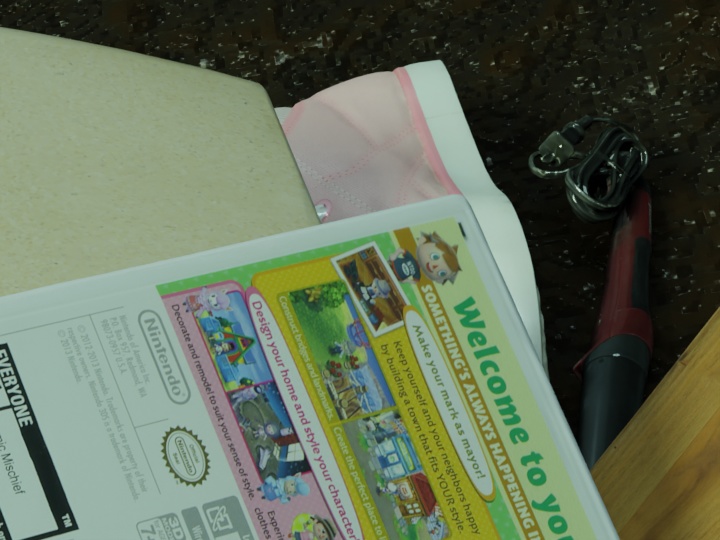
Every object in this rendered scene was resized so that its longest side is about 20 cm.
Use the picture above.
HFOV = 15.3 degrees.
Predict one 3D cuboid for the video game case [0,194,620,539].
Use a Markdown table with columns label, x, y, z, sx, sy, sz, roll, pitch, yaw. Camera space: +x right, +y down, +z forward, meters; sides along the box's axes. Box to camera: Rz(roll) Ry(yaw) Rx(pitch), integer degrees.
| label | x | y | z | sx | sy | sz | roll | pitch | yaw |
| --- | --- | --- | --- | --- | --- | --- | --- | --- | --- |
| video game case | -0.011 | 0.087 | 0.679 | 0.182 | 0.022 | 0.200 | -13 | 71 | -31 |

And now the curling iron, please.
| label | x | y | z | sx | sy | sz | roll | pitch | yaw |
| --- | --- | --- | --- | --- | --- | --- | --- | --- | --- |
| curling iron | 0.077 | 0.024 | 0.896 | 0.050 | 0.026 | 0.200 | 23 | 47 | -19 |

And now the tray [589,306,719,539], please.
| label | x | y | z | sx | sy | sz | roll | pitch | yaw |
| --- | --- | --- | --- | --- | --- | --- | --- | --- | --- |
| tray | 0.123 | 0.057 | 0.781 | 0.200 | 0.037 | 0.099 | -50 | 35 | -9 |

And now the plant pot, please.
| label | x | y | z | sx | sy | sz | roll | pitch | yaw |
| --- | --- | --- | --- | --- | --- | --- | --- | --- | --- |
| plant pot | -0.100 | 0.042 | 0.806 | 0.177 | 0.200 | 0.200 | -9 | 43 | -15 |

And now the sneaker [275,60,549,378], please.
| label | x | y | z | sx | sy | sz | roll | pitch | yaw |
| --- | --- | --- | --- | --- | --- | --- | --- | --- | --- |
| sneaker | 0.000 | 0.000 | 0.898 | 0.104 | 0.075 | 0.200 | -12 | 33 | -5 |
